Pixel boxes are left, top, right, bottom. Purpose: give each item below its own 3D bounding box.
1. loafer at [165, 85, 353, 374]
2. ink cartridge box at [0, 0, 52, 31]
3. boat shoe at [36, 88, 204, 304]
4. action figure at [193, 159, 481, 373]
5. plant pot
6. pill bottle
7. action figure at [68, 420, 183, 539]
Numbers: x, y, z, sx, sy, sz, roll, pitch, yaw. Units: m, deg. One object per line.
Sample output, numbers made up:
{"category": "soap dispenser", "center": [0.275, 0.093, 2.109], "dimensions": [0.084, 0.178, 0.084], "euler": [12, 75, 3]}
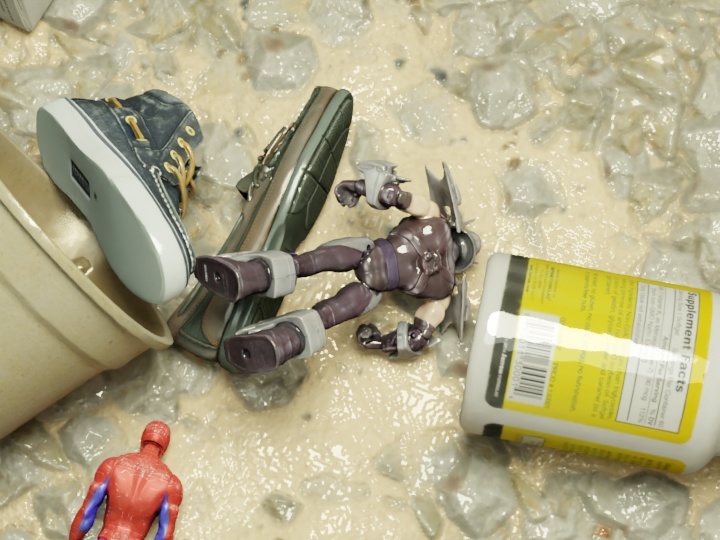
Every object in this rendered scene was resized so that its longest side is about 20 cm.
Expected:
{"category": "loafer", "center": [-0.066, -0.035, 1.152], "dimensions": [0.062, 0.072, 0.202], "euler": [19, 77, 13]}
{"category": "ink cartridge box", "center": [-0.278, -0.278, 1.219], "dimensions": [0.199, 0.086, 0.148], "euler": [27, 74, 11]}
{"category": "boat shoe", "center": [-0.129, -0.057, 1.116], "dimensions": [0.090, 0.071, 0.200], "euler": [-15, 41, -24]}
{"category": "action figure", "center": [0.000, 0.000, 1.111], "dimensions": [0.199, 0.069, 0.131], "euler": [-16, 96, -34]}
{"category": "plant pot", "center": [-0.248, 0.031, 1.088], "dimensions": [0.183, 0.200, 0.201], "euler": [-42, 76, 2]}
{"category": "pill bottle", "center": [0.166, 0.061, 1.091], "dimensions": [0.198, 0.114, 0.115], "euler": [11, 74, 4]}
{"category": "action figure", "center": [-0.156, 0.186, 1.099], "dimensions": [0.065, 0.052, 0.202], "euler": [18, 70, 1]}
